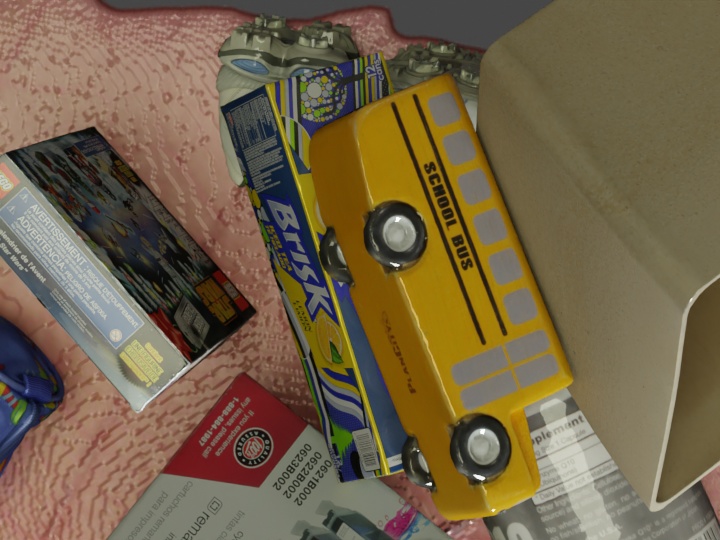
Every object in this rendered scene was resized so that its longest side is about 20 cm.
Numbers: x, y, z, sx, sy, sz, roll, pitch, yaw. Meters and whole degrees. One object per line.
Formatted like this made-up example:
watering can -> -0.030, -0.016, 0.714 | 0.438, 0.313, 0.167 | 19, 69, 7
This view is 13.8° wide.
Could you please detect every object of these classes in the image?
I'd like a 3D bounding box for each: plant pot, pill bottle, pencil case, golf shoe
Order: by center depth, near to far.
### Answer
plant pot -> 0.160, -0.045, 1.409 | 0.199, 0.200, 0.177 | -35, 65, -20
pill bottle -> 0.111, 0.099, 1.533 | 0.113, 0.114, 0.201 | -24, 93, 11
golf shoe -> 0.020, -0.072, 1.551 | 0.199, 0.078, 0.098 | 11, 105, 17
pencil case -> -0.238, 0.118, 1.605 | 0.087, 0.078, 0.200 | 42, 103, 31

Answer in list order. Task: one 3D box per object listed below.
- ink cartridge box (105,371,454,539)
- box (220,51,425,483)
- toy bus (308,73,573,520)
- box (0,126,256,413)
ink cartridge box -> -0.037, 0.185, 1.526 | 0.200, 0.145, 0.146 | 38, 63, 2
box -> 0.000, 0.000, 1.472 | 0.070, 0.064, 0.201 | -17, 90, -24
toy bus -> 0.040, 0.015, 1.417 | 0.078, 0.065, 0.201 | -23, 91, -25
box -> -0.125, -0.005, 1.511 | 0.040, 0.200, 0.137 | -41, 91, 10
